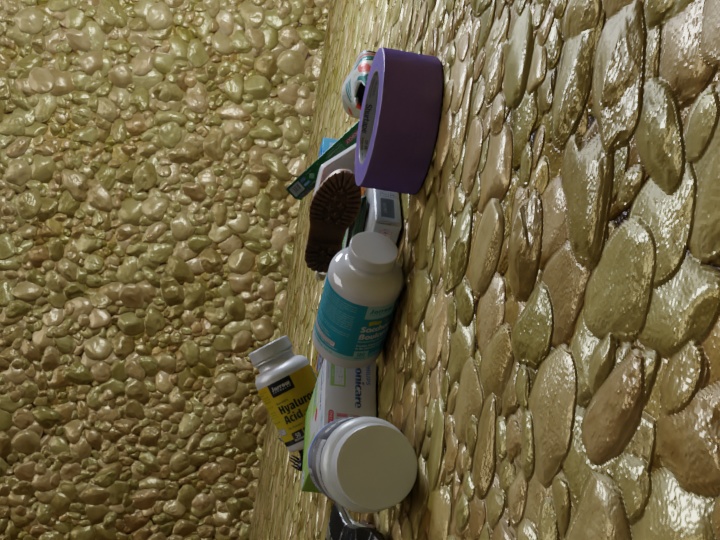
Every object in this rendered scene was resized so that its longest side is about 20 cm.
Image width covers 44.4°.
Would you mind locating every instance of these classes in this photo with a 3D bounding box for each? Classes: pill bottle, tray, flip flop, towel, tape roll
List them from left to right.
[{"bbox_3d":[-0.129,0.228,1.653,0.200,0.111,0.111,62,167,3],"label":"pill bottle"},{"bbox_3d":[-0.027,-0.039,1.480,0.200,0.023,0.153,166,115,-80],"label":"towel"},{"bbox_3d":[-0.018,-0.178,1.506,0.200,0.022,0.107,-38,-25,-42],"label":"tray"},{"bbox_3d":[-0.001,0.041,1.286,0.111,0.111,0.200,-92,13,-48],"label":"pill bottle"},{"bbox_3d":[0.000,0.367,1.186,0.200,0.057,0.081,-8,69,65],"label":"flip flop"},{"bbox_3d":[0.001,0.236,1.083,0.200,0.114,0.114,137,140,-76],"label":"pill bottle"},{"bbox_3d":[0.051,-0.214,1.270,0.200,0.085,0.200,-173,90,-81],"label":"tape roll"}]

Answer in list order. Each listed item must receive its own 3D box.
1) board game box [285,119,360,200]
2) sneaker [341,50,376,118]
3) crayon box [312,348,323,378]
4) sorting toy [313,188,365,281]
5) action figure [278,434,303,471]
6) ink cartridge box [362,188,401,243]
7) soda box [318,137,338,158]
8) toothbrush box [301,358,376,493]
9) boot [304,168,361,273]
[{"bbox_3d":[-0.055,-0.212,1.681,0.200,0.029,0.135,-43,1,3],"label":"board game box"},{"bbox_3d":[-0.001,-0.348,1.766,0.200,0.070,0.094,122,161,-62],"label":"sneaker"},{"bbox_3d":[-0.055,0.147,1.727,0.200,0.051,0.126,-161,80,-82],"label":"crayon box"},{"bbox_3d":[-0.050,-0.072,1.671,0.200,0.107,0.180,141,142,-77],"label":"sorting toy"},{"bbox_3d":[-0.112,0.314,1.785,0.119,0.102,0.200,-74,-2,-52],"label":"action figure"},{"bbox_3d":[0.018,-0.046,1.433,0.163,0.057,0.200,-92,11,-51],"label":"ink cartridge box"},{"bbox_3d":[-0.067,-0.213,2.077,0.064,0.068,0.200,112,164,-57],"label":"soda box"},{"bbox_3d":[-0.035,0.248,1.401,0.200,0.086,0.146,111,164,-51],"label":"toothbrush box"},{"bbox_3d":[-0.045,-0.102,1.410,0.107,0.075,0.200,-82,10,-45],"label":"boot"}]
